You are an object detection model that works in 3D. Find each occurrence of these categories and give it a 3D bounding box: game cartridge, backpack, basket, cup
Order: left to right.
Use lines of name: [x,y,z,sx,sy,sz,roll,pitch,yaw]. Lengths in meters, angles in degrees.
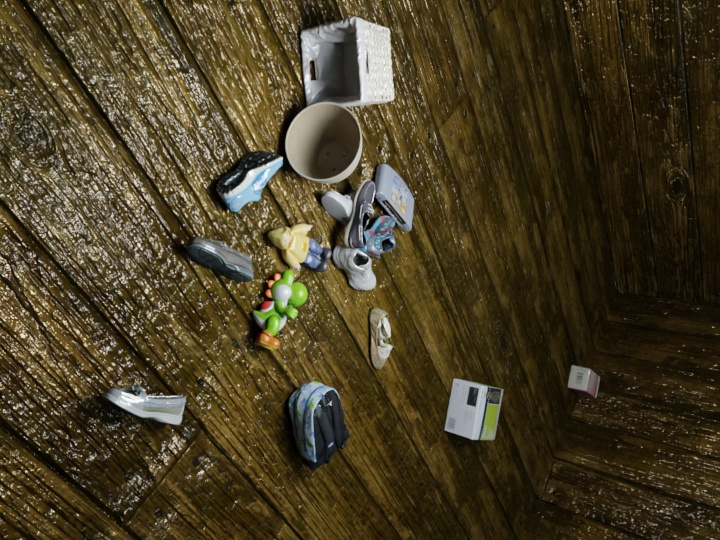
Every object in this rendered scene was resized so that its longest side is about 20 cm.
backpack: [-0.116,0.402,1.544,0.162,0.152,0.203,-35,142,-38]
cup: [-0.079,-0.308,1.470,0.143,0.196,0.204,36,65,-74]
basket: [-0.030,-0.528,1.473,0.160,0.197,0.202,-19,110,-48]
game cartridge: [0.108,-0.231,1.766,0.200,0.041,0.135,44,48,-42]

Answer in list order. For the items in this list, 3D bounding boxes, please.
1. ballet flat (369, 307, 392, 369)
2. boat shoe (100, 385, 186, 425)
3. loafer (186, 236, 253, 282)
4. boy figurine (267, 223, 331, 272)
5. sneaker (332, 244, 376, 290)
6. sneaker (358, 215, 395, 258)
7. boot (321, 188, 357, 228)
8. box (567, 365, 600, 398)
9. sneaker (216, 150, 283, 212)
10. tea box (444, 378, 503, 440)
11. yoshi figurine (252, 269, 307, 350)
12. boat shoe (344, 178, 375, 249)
ballet flat: [0.066,0.218,1.776,0.070,0.064,0.204,-23,112,-46]
boat shoe: [-0.445,0.272,1.181,0.201,0.073,0.066,38,60,-49]
loafer: [-0.320,-0.036,1.304,0.200,0.071,0.064,39,46,-52]
boy figurine: [-0.159,-0.068,1.481,0.199,0.064,0.126,34,72,-50]
sneaker: [0.000,0.000,1.647,0.200,0.098,0.076,46,59,-44]
sneaker: [0.066,-0.091,1.694,0.200,0.094,0.080,-47,158,-47]
boot: [-0.039,-0.193,1.610,0.200,0.072,0.097,44,56,-52]
box: [1.256,0.625,3.194,0.199,0.108,0.130,31,71,-46]
sneaker: [-0.259,-0.212,1.355,0.200,0.078,0.091,-46,145,-32]
tea box: [0.442,0.540,2.208,0.195,0.132,0.204,21,79,-48]
yoshi figurine: [-0.191,0.103,1.440,0.112,0.110,0.203,47,56,-59]
boat shoe: [0.015,-0.155,1.576,0.072,0.062,0.204,33,72,-56]
